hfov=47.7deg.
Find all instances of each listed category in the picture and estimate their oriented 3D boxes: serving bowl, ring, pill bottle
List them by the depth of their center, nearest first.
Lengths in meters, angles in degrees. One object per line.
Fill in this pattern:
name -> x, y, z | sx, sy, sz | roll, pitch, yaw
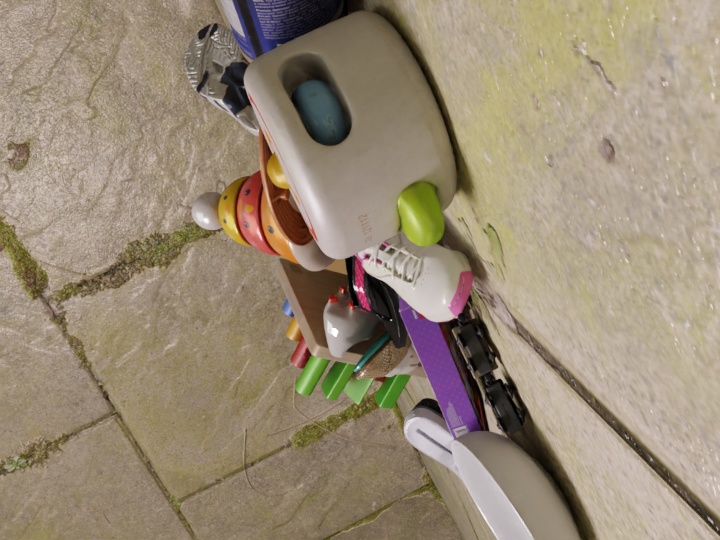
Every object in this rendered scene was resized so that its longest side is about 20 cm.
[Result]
pill bottle -> -0.073, -0.262, 0.693 | 0.113, 0.111, 0.200 | 62, 174, 22
ring -> -0.058, -0.127, 0.848 | 0.200, 0.019, 0.203 | 1, -90, -73
serving bowl -> 0.180, 0.256, 0.889 | 0.201, 0.065, 0.200 | 56, 169, 18

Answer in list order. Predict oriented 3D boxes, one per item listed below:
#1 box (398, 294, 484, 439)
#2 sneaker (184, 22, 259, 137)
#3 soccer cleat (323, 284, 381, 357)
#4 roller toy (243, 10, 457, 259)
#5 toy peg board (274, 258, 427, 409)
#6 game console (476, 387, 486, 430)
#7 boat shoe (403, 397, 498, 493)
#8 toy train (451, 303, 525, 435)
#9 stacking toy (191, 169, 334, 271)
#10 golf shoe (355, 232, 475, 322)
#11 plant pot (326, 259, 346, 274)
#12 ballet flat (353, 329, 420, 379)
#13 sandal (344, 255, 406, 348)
box -> 0.094, 0.088, 0.969 | 0.137, 0.039, 0.201 | -90, -22, -63
sneaker -> -0.115, -0.198, 0.945 | 0.199, 0.080, 0.129 | 39, -178, 33
soccer cleat -> 0.012, 0.040, 1.048 | 0.069, 0.200, 0.078 | 20, 121, 24
roller toy -> -0.015, -0.111, 0.692 | 0.200, 0.139, 0.184 | -124, 9, -65
toy peg board -> -0.024, 0.097, 1.140 | 0.198, 0.098, 0.200 | 15, -153, -31
game console -> 0.128, 0.140, 1.195 | 0.201, 0.031, 0.177 | 61, 178, 38
boat shoe -> 0.147, 0.226, 1.016 | 0.199, 0.072, 0.071 | 39, -146, 2
toy train -> 0.121, 0.079, 0.868 | 0.202, 0.034, 0.046 | 64, -174, 6
stacking toy -> -0.127, -0.071, 1.016 | 0.146, 0.198, 0.148 | -2, -90, -64
golf shoe -> 0.042, -0.004, 0.813 | 0.091, 0.076, 0.200 | 19, -174, -23
plant pot -> -0.005, 0.019, 1.297 | 0.201, 0.198, 0.028 | 71, -146, -56
ballet flat -> 0.055, 0.089, 1.029 | 0.065, 0.070, 0.200 | 46, -142, -5
sandal -> 0.000, 0.000, 0.942 | 0.202, 0.045, 0.075 | 67, 165, -4
